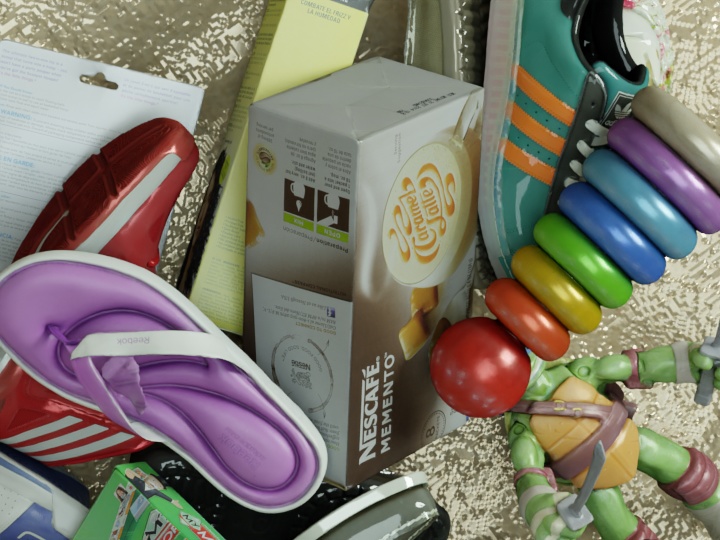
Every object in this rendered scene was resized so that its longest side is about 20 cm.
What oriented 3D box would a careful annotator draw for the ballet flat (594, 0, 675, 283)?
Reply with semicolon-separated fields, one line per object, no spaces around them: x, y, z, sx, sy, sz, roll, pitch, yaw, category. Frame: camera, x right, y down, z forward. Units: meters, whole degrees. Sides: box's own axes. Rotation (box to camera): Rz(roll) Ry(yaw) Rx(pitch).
0.147;-0.085;1.667;0.076;0.064;0.200;-3;94;-11;ballet flat

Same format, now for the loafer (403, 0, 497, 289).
0.041;-0.089;1.639;0.068;0.076;0.200;-1;93;27;loafer

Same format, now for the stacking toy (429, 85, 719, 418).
0.117;0.001;1.569;0.085;0.085;0.200;42;92;-10;stacking toy

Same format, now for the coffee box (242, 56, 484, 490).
0.000;0.000;1.585;0.114;0.080;0.200;-23;124;-47;coffee box

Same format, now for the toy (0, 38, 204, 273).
-0.168;-0.020;1.626;0.115;0.047;0.200;13;97;-14;toy

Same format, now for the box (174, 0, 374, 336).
-0.049;-0.065;1.630;0.050;0.075;0.200;19;90;-11;box

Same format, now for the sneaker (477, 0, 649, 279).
0.113;-0.079;1.610;0.080;0.071;0.200;5;98;30;sneaker

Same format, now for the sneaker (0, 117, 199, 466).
-0.129;0.019;1.588;0.116;0.078;0.200;37;104;-23;sneaker

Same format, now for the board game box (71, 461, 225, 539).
-0.126;0.221;1.570;0.135;0.029;0.200;42;113;24;board game box

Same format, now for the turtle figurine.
0.160;0.110;1.631;0.194;0.200;0.144;49;41;-29;turtle figurine

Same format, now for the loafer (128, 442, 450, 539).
-0.040;0.119;1.647;0.200;0.071;0.073;18;118;-27;loafer

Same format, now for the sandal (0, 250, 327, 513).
-0.101;0.057;1.528;0.203;0.050;0.082;32;104;-11;sandal

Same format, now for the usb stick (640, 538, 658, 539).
0.157;0.213;1.646;0.055;0.200;0.033;-10;52;2;usb stick

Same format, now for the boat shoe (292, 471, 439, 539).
-0.034;0.184;1.592;0.202;0.072;0.060;-38;72;7;boat shoe

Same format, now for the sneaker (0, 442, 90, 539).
-0.253;0.131;1.613;0.199;0.081;0.115;23;94;-4;sneaker
